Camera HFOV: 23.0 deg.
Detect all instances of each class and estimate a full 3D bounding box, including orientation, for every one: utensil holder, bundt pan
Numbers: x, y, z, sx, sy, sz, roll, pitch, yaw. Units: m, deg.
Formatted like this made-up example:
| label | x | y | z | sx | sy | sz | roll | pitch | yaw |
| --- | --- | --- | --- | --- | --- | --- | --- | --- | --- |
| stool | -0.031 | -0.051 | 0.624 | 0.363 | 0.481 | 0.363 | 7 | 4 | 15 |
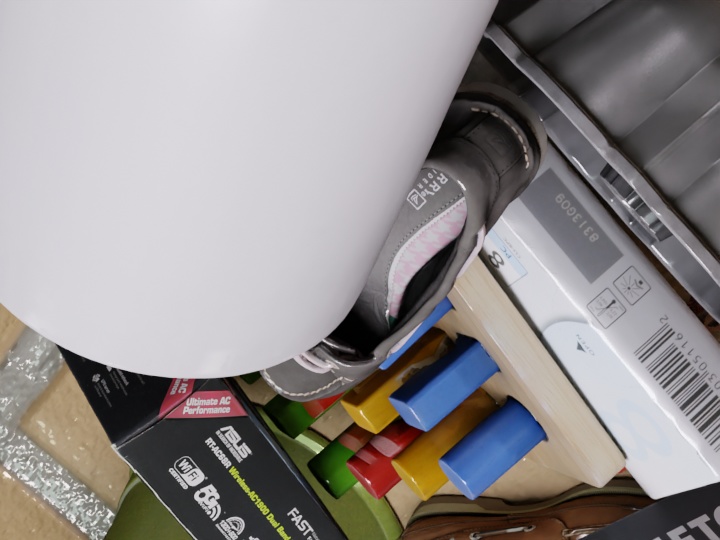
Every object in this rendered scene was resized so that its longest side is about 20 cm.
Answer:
| label | x | y | z | sx | sy | sz | roll | pitch | yaw |
| --- | --- | --- | --- | --- | --- | --- | --- | --- | --- |
| utensil holder | -0.043 | -0.085 | 0.574 | 0.170 | 0.170 | 0.200 | 30 | 136 | 8 |
| bundt pan | 0.126 | -0.046 | 0.646 | 0.076 | 0.202 | 0.202 | -41 | 100 | 5 |

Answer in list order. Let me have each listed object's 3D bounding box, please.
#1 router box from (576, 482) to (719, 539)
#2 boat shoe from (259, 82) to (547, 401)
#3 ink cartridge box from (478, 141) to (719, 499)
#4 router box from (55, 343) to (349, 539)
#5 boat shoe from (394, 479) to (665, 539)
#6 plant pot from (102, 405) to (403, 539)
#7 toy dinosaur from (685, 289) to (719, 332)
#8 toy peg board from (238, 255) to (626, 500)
| label | x | y | z | sx | sy | sz | roll | pitch | yaw |
| --- | --- | --- | --- | --- | --- | --- | --- | --- | --- |
| router box | 0.159 | 0.168 | 0.865 | 0.052 | 0.200 | 0.157 | 49 | 142 | 32 |
| boat shoe | 0.000 | 0.000 | 0.714 | 0.067 | 0.057 | 0.200 | 42 | 133 | 0 |
| ink cartridge box | 0.090 | 0.039 | 0.842 | 0.160 | 0.047 | 0.200 | 49 | 158 | 1 |
| router box | -0.096 | 0.070 | 0.932 | 0.150 | 0.062 | 0.200 | 57 | 175 | -38 |
| boat shoe | 0.104 | 0.166 | 0.981 | 0.200 | 0.068 | 0.072 | -12 | 115 | 35 |
| plant pot | -0.096 | 0.212 | 1.051 | 0.200 | 0.190 | 0.200 | 15 | 129 | 19 |
| toy dinosaur | 0.241 | -0.028 | 0.748 | 0.200 | 0.086 | 0.136 | 6 | 126 | 22 |
| toy peg board | -0.002 | 0.035 | 0.858 | 0.200 | 0.098 | 0.199 | 53 | 168 | -14 |
